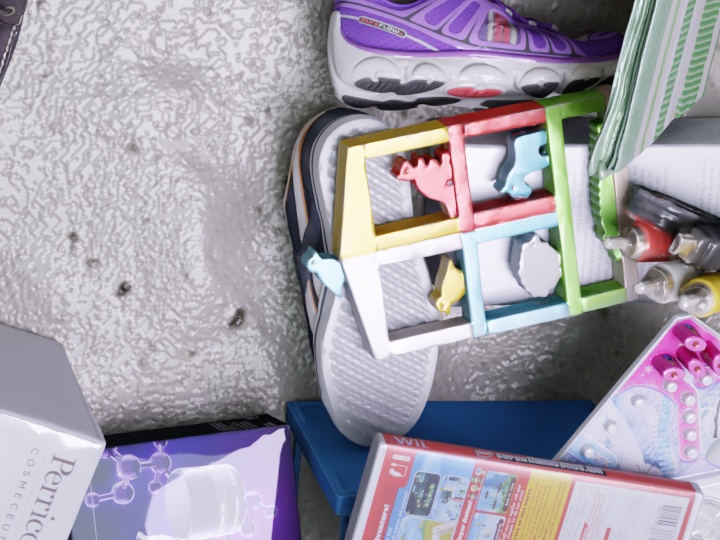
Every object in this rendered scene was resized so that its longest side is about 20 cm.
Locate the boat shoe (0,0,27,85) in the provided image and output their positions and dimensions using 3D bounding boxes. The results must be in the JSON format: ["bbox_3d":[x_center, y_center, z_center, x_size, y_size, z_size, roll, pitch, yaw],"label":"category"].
[{"bbox_3d":[-0.216,-0.176,1.648,0.073,0.065,0.201,4,107,-17],"label":"boat shoe"}]

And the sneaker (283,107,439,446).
[{"bbox_3d":[0.000,0.000,1.750,0.078,0.079,0.201,-7,105,-16],"label":"sneaker"}]

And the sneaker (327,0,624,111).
[{"bbox_3d":[0.076,-0.139,1.732,0.199,0.081,0.084,3,77,-26],"label":"sneaker"}]

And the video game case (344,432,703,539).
[{"bbox_3d":[0.085,0.173,1.689,0.199,0.017,0.144,10,110,-16],"label":"video game case"}]

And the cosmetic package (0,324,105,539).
[{"bbox_3d":[-0.273,0.113,1.671,0.199,0.165,0.166,18,103,-19],"label":"cosmetic package"}]

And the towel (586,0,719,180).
[{"bbox_3d":[0.181,-0.146,1.694,0.023,0.200,0.153,20,114,15],"label":"towel"}]

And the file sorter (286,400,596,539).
[{"bbox_3d":[0.061,0.161,1.790,0.199,0.139,0.123,1,110,-15],"label":"file sorter"}]

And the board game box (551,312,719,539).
[{"bbox_3d":[0.199,0.152,1.732,0.200,0.026,0.200,34,102,-25],"label":"board game box"}]

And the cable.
[{"bbox_3d":[0.220,-0.004,1.740,0.199,0.097,0.050,8,119,-48],"label":"cable"}]

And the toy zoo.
[{"bbox_3d":[0.062,-0.025,1.710,0.199,0.020,0.132,-12,109,-14],"label":"toy zoo"}]

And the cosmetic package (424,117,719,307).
[{"bbox_3d":[0.143,-0.037,1.782,0.199,0.071,0.102,0,107,-15],"label":"cosmetic package"}]

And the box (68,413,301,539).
[{"bbox_3d":[-0.105,0.196,1.765,0.140,0.079,0.201,-7,94,-10],"label":"box"}]
